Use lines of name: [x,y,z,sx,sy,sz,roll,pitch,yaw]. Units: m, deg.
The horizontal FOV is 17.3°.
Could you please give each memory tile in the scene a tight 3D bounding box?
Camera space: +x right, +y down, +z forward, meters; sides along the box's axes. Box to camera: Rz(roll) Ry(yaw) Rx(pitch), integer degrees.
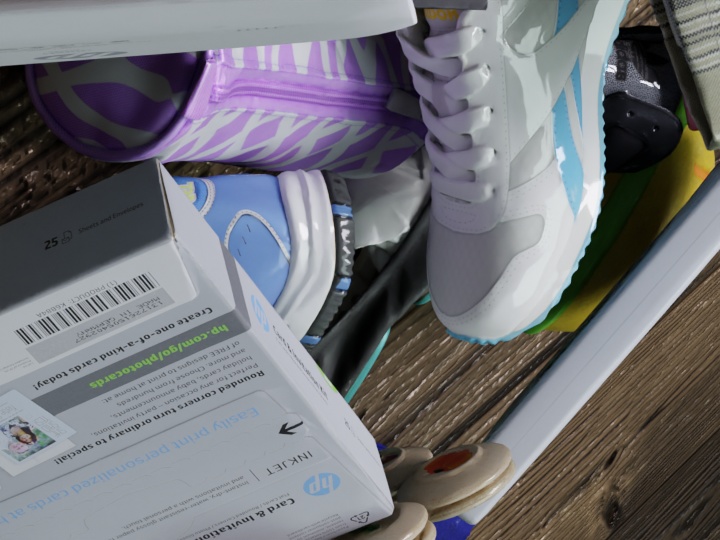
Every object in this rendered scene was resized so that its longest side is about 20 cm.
memory tile: [-0.041,0.112,0.981,0.153,0.200,0.017,-34,106,-35]

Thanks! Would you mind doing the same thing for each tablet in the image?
tablet: [-0.084,-0.069,0.681,0.130,0.199,0.014,-48,134,-87]

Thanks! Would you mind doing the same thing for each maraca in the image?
maraca: [0.129,-0.052,1.179,0.200,0.107,0.137,-59,-171,33]

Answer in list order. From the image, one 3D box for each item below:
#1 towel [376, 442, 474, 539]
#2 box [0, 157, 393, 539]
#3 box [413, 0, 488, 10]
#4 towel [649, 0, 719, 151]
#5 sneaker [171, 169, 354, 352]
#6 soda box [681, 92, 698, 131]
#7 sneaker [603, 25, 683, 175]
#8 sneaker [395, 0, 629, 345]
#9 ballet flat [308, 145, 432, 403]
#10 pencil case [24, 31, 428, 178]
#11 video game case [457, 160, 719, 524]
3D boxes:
towel: [-0.029,0.185,1.299,0.200,0.050,0.148,-53,149,-2]
box: [-0.096,0.057,0.864,0.156,0.041,0.200,-23,140,11]
box: [-0.030,-0.162,0.739,0.200,0.050,0.158,-5,102,-52]
towel: [0.177,-0.163,0.842,0.200,0.193,0.035,-20,-170,-9]
sneaker: [-0.072,0.029,0.930,0.077,0.076,0.200,8,133,-23]
soda box: [0.163,-0.166,1.024,0.063,0.070,0.201,-28,108,-57]
sneaker: [0.086,-0.099,1.029,0.200,0.113,0.076,90,-2,-61]
sneaker: [0.049,-0.072,0.898,0.081,0.076,0.201,6,96,-38]
ballet flat: [0.000,0.000,0.997,0.200,0.068,0.068,-51,-160,9]
pencil case: [-0.039,-0.073,0.889,0.200,0.085,0.084,-2,123,-59]
video game case: [0.119,0.015,1.052,0.200,0.024,0.182,-50,176,13]
